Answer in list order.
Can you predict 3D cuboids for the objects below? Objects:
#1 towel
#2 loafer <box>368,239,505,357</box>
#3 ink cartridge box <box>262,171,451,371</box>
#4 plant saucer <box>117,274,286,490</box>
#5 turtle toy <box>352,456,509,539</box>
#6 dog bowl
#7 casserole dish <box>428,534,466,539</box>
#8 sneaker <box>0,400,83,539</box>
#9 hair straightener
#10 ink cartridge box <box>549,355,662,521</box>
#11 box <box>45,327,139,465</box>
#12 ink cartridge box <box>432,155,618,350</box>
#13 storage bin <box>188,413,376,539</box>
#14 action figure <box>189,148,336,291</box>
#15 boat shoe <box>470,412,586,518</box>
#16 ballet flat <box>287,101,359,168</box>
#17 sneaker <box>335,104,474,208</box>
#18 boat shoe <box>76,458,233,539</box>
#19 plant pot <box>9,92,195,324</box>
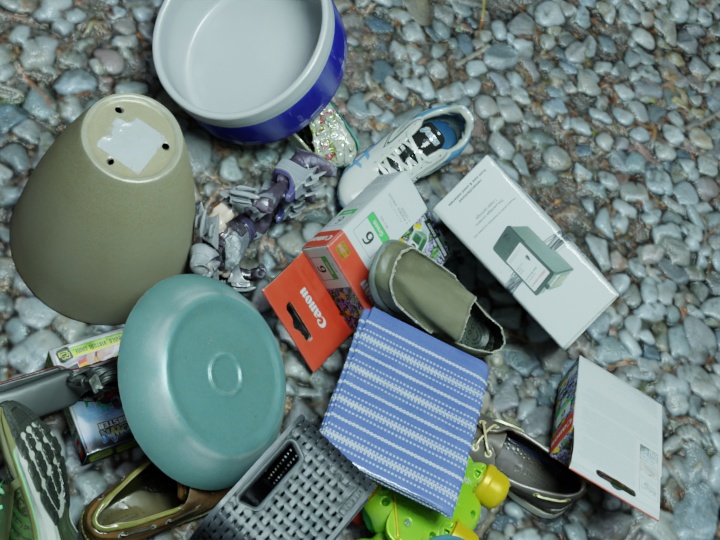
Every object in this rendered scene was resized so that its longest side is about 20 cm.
[{"bbox_3d":[0.042,0.130,1.224,0.143,0.024,0.201,25,42,-3],"label":"towel"},{"bbox_3d":[0.084,0.031,1.314,0.199,0.069,0.076,34,72,-42],"label":"loafer"},{"bbox_3d":[0.000,0.000,1.331,0.200,0.050,0.110,-45,113,-32],"label":"ink cartridge box"},{"bbox_3d":[-0.133,0.098,1.189,0.199,0.036,0.203,19,64,-43],"label":"plant saucer"},{"bbox_3d":[0.043,0.232,1.230,0.145,0.101,0.201,36,50,1],"label":"turtle toy"},{"bbox_3d":[-0.116,-0.239,1.366,0.197,0.079,0.203,-5,72,15],"label":"dog bowl"},{"bbox_3d":[0.061,0.315,1.171,0.120,0.201,0.039,28,18,-29],"label":"casserole dish"},{"bbox_3d":[-0.295,0.214,1.105,0.087,0.077,0.203,-13,94,7],"label":"sneaker"},{"bbox_3d":[-0.242,0.107,1.169,0.198,0.077,0.042,-10,101,-30],"label":"hair straightener"},{"bbox_3d":[0.252,0.181,1.320,0.108,0.051,0.201,30,31,-4],"label":"ink cartridge box"},{"bbox_3d":[-0.192,0.103,1.250,0.198,0.035,0.111,-17,72,-27],"label":"box"},{"bbox_3d":[0.180,-0.019,1.378,0.084,0.146,0.200,-44,84,8],"label":"ink cartridge box"},{"bbox_3d":[-0.081,0.230,1.131,0.094,0.200,0.135,42,58,4],"label":"storage bin"},{"bbox_3d":[-0.109,-0.049,1.311,0.069,0.131,0.200,33,49,12],"label":"action figure"},{"bbox_3d":[0.138,0.185,1.318,0.198,0.060,0.072,31,58,-4],"label":"boat shoe"},{"bbox_3d":[-0.075,-0.193,1.422,0.063,0.076,0.201,-31,74,-12],"label":"ballet flat"},{"bbox_3d":[0.049,-0.127,1.434,0.199,0.073,0.072,-38,83,-30],"label":"sneaker"},{"bbox_3d":[-0.167,0.199,1.192,0.199,0.068,0.072,-33,79,-30],"label":"boat shoe"},{"bbox_3d":[-0.231,-0.074,1.227,0.184,0.200,0.190,9,62,-17],"label":"plant pot"}]
